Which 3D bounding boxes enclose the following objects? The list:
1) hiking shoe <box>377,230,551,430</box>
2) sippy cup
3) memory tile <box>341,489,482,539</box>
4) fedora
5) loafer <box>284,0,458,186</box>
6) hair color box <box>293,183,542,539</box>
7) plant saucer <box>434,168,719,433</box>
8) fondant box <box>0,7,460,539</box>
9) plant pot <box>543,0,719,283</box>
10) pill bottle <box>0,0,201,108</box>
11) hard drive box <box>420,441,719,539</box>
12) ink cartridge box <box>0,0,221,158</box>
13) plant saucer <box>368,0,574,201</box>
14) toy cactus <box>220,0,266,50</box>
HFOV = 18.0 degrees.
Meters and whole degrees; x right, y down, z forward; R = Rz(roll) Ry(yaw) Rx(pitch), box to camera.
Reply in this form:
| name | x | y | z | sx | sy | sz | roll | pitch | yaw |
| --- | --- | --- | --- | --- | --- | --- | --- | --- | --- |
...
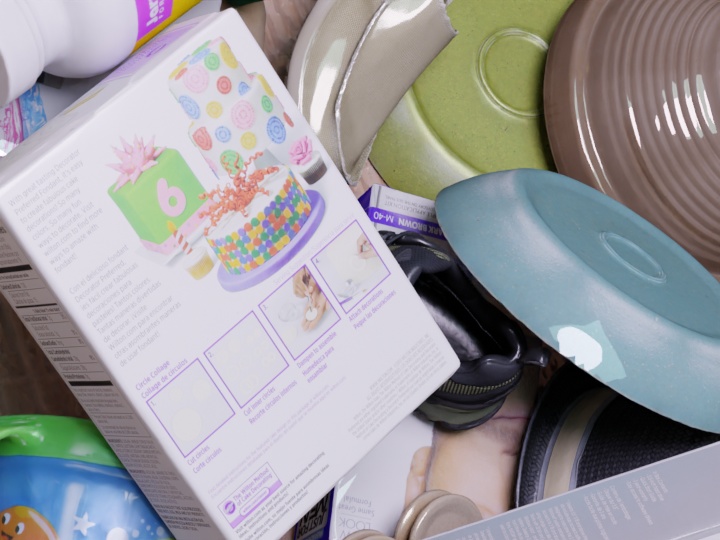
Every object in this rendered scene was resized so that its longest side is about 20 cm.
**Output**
| name | x | y | z | sx | sy | sz | roll | pitch | yaw |
| --- | --- | --- | --- | --- | --- | --- | --- | --- | --- |
| hiking shoe | 0.000 | 0.000 | 1.121 | 0.200 | 0.101 | 0.076 | 28 | 62 | -7 |
| sippy cup | -0.131 | 0.149 | 1.062 | 0.178 | 0.140 | 0.131 | 14 | 70 | -14 |
| memory tile | -0.006 | 0.206 | 1.093 | 0.200 | 0.017 | 0.154 | -27 | 114 | -34 |
| fedora | 0.166 | 0.130 | 1.184 | 0.200 | 0.092 | 0.201 | 17 | 66 | -43 |
| loafer | 0.015 | -0.131 | 1.231 | 0.068 | 0.076 | 0.200 | 11 | 71 | 21 |
| hair color box | 0.034 | 0.065 | 1.202 | 0.109 | 0.065 | 0.200 | 14 | 68 | -18 |
| plant saucer | 0.130 | 0.005 | 1.163 | 0.200 | 0.036 | 0.200 | 31 | 20 | -12 |
| fondant box | -0.066 | 0.008 | 1.006 | 0.144 | 0.058 | 0.200 | -41 | 110 | -26 |
| plant pot | 0.209 | -0.090 | 1.291 | 0.201 | 0.093 | 0.201 | 12 | 69 | -34 |
| pill bottle | -0.113 | -0.156 | 1.033 | 0.104 | 0.104 | 0.200 | 48 | 60 | 0 |
| hard drive box | 0.130 | 0.184 | 1.081 | 0.200 | 0.077 | 0.156 | -17 | 112 | -1 |
| ink cartridge box | -0.186 | -0.091 | 1.120 | 0.200 | 0.145 | 0.145 | 18 | 65 | -17 |
| plant saucer | 0.087 | -0.108 | 1.306 | 0.200 | 0.031 | 0.200 | 8 | 69 | -21 |
| toy cactus | -0.072 | -0.174 | 1.212 | 0.102 | 0.200 | 0.165 | -24 | 122 | -34 |
